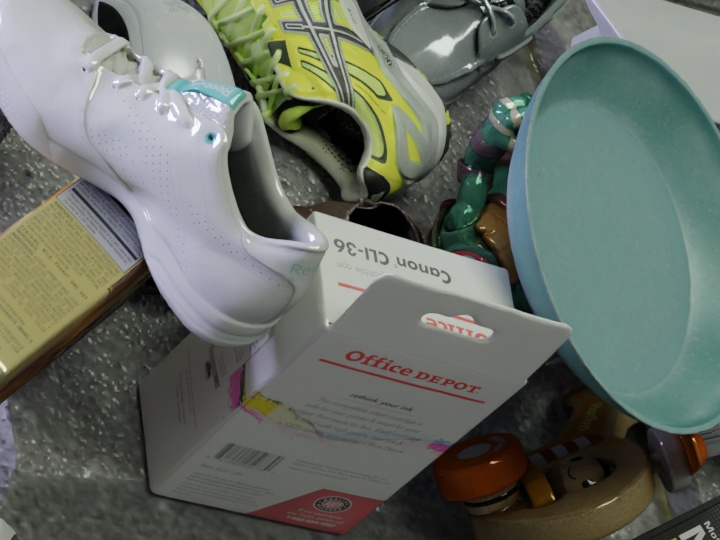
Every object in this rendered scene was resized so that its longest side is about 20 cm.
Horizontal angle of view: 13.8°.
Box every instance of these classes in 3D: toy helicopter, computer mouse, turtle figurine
[{"bbox_3d":[0.125,0.094,1.539,0.200,0.132,0.079,-54,126,-66],"label":"toy helicopter"},{"bbox_3d":[-0.091,-0.075,1.538,0.110,0.044,0.200,5,56,-37],"label":"computer mouse"},{"bbox_3d":[0.085,-0.021,1.602,0.200,0.101,0.150,-52,125,-64],"label":"turtle figurine"}]

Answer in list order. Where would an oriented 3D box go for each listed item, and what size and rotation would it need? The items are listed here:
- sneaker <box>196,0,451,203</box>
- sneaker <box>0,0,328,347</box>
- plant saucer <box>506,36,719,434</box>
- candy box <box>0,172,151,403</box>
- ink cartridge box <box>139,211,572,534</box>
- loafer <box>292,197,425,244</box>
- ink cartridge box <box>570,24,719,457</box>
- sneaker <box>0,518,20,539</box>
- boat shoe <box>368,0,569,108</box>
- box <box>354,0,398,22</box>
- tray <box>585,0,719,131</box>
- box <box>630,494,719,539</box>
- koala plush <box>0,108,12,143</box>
[{"bbox_3d":[-0.035,-0.121,1.600,0.200,0.075,0.076,44,40,-1],"label":"sneaker"},{"bbox_3d":[-0.087,-0.066,1.321,0.200,0.088,0.075,49,42,3],"label":"sneaker"},{"bbox_3d":[0.129,-0.014,1.460,0.200,0.036,0.200,21,62,-46],"label":"plant saucer"},{"bbox_3d":[-0.150,0.012,1.363,0.055,0.115,0.200,48,41,-1],"label":"candy box"},{"bbox_3d":[-0.004,0.042,1.400,0.116,0.200,0.068,16,50,-32],"label":"ink cartridge box"},{"bbox_3d":[0.000,0.000,1.492,0.200,0.071,0.073,-8,90,-70],"label":"loafer"},{"bbox_3d":[0.165,-0.033,1.649,0.200,0.047,0.198,-86,154,-54],"label":"ink cartridge box"},{"bbox_3d":[-0.128,0.202,1.266,0.115,0.076,0.200,25,45,-29],"label":"sneaker"},{"bbox_3d":[0.064,-0.149,1.708,0.070,0.072,0.201,50,40,3],"label":"boat shoe"},{"bbox_3d":[-0.016,-0.255,1.692,0.200,0.050,0.199,54,30,-8],"label":"box"},{"bbox_3d":[0.202,-0.101,1.620,0.200,0.022,0.107,10,40,-45],"label":"tray"},{"bbox_3d":[0.204,0.222,1.556,0.160,0.044,0.200,-19,72,-47],"label":"box"},{"bbox_3d":[-0.217,-0.138,1.399,0.177,0.184,0.200,-16,82,-46],"label":"koala plush"}]
